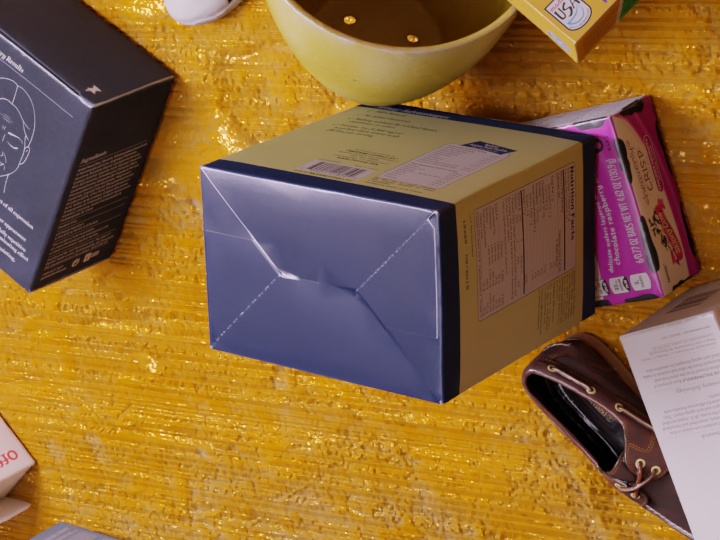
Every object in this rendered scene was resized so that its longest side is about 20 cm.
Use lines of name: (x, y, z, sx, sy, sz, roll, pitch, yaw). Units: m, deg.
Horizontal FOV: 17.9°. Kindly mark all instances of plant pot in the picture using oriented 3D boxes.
plant pot: (0.018, -0.196, 1.615, 0.200, 0.200, 0.142, 42, 153, 16)

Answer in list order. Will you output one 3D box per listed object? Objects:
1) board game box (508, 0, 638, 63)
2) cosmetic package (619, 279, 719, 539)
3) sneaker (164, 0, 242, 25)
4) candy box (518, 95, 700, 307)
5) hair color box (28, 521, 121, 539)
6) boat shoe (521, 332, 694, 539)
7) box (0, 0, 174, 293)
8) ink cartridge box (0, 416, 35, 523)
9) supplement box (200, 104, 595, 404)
board game box: (0.124, -0.260, 1.529, 0.200, 0.040, 0.153, 42, 86, 16)
cosmetic package: (0.268, 0.112, 1.581, 0.085, 0.108, 0.200, -18, 98, 39)
sneaker: (-0.122, -0.251, 1.720, 0.199, 0.129, 0.080, -42, 80, 40)
candy box: (0.132, -0.039, 1.655, 0.200, 0.061, 0.137, -11, 101, 40)
hair color box: (-0.212, 0.303, 2.055, 0.200, 0.061, 0.099, 12, 115, 34)
boat shoe: (0.199, 0.133, 1.668, 0.200, 0.070, 0.070, 43, 127, 15)
box: (-0.266, -0.112, 1.901, 0.148, 0.107, 0.200, 39, 127, 20)
ink cartridge box: (-0.412, 0.175, 2.112, 0.200, 0.128, 0.125, 52, 130, 10)
supplement box: (0.030, -0.020, 1.568, 0.200, 0.200, 0.135, 12, 114, 34)
